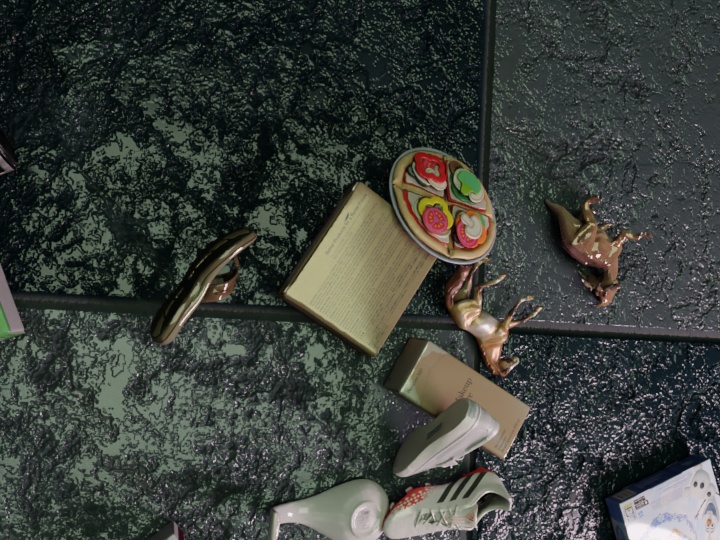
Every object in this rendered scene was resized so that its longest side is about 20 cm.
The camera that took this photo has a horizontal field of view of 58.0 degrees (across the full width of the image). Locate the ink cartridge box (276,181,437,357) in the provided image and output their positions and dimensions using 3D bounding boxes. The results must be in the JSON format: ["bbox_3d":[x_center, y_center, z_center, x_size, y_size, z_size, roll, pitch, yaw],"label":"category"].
[{"bbox_3d":[0.000,0.000,0.956,0.164,0.075,0.200,36,78,-11],"label":"ink cartridge box"}]

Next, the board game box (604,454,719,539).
[{"bbox_3d":[0.534,0.448,1.110,0.199,0.043,0.200,-17,92,-17],"label":"board game box"}]

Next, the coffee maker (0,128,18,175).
[{"bbox_3d":[-0.547,-0.155,0.771,0.200,0.135,0.193,-36,97,-16],"label":"coffee maker"}]

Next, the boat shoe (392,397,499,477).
[{"bbox_3d":[0.120,0.250,0.930,0.068,0.200,0.072,33,35,-10],"label":"boat shoe"}]

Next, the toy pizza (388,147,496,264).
[{"bbox_3d":[0.132,-0.104,0.980,0.199,0.032,0.201,15,58,-26],"label":"toy pizza"}]

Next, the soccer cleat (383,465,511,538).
[{"bbox_3d":[0.131,0.357,0.967,0.199,0.085,0.069,-14,113,-19],"label":"soccer cleat"}]

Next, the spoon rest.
[{"bbox_3d":[-0.045,0.355,0.944,0.199,0.061,0.100,8,86,-29],"label":"spoon rest"}]

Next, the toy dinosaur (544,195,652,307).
[{"bbox_3d":[0.377,-0.035,1.069,0.200,0.086,0.136,36,85,-6],"label":"toy dinosaur"}]

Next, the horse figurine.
[{"bbox_3d":[0.197,0.066,1.017,0.200,0.050,0.133,39,98,-20],"label":"horse figurine"}]

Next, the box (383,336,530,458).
[{"bbox_3d":[0.145,0.192,0.988,0.200,0.078,0.095,32,79,-13],"label":"box"}]

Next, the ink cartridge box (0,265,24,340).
[{"bbox_3d":[-0.543,0.045,0.788,0.199,0.083,0.147,-21,93,-16],"label":"ink cartridge box"}]

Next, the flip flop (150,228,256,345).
[{"bbox_3d":[-0.210,0.024,0.897,0.058,0.081,0.200,40,78,-28],"label":"flip flop"}]

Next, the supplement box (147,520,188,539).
[{"bbox_3d":[-0.239,0.456,0.872,0.109,0.061,0.200,-36,98,-15],"label":"supplement box"}]
